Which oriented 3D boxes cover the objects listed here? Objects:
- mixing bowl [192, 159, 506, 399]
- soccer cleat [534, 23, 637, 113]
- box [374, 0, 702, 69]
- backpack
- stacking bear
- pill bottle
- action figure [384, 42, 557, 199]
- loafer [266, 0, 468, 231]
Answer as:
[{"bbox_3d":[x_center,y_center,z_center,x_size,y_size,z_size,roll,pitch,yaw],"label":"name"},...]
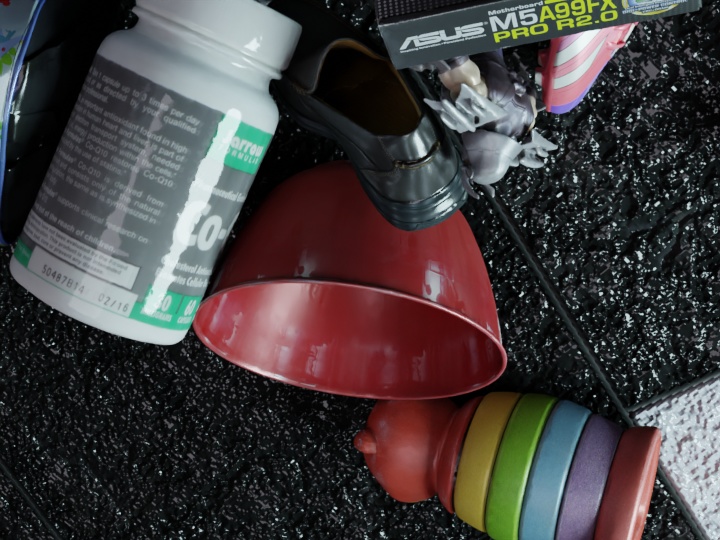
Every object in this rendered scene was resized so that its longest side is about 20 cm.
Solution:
[{"bbox_3d":[0.000,0.000,0.867,0.198,0.109,0.200,8,157,3],"label":"mixing bowl"},{"bbox_3d":[0.154,-0.179,0.786,0.076,0.067,0.201,15,116,3],"label":"soccer cleat"},{"bbox_3d":[0.081,-0.213,0.704,0.159,0.201,0.044,-8,155,10],"label":"box"},{"bbox_3d":[-0.235,-0.118,0.835,0.146,0.200,0.184,13,119,-1],"label":"backpack"},{"bbox_3d":[0.096,0.135,0.935,0.199,0.122,0.114,14,121,17],"label":"stacking bear"},{"bbox_3d":[-0.116,-0.069,0.791,0.112,0.113,0.201,24,96,3],"label":"pill bottle"},{"bbox_3d":[0.063,-0.135,0.763,0.069,0.130,0.202,-7,74,21],"label":"action figure"},{"bbox_3d":[-0.004,-0.113,0.804,0.073,0.200,0.072,-33,144,-11],"label":"loafer"}]
